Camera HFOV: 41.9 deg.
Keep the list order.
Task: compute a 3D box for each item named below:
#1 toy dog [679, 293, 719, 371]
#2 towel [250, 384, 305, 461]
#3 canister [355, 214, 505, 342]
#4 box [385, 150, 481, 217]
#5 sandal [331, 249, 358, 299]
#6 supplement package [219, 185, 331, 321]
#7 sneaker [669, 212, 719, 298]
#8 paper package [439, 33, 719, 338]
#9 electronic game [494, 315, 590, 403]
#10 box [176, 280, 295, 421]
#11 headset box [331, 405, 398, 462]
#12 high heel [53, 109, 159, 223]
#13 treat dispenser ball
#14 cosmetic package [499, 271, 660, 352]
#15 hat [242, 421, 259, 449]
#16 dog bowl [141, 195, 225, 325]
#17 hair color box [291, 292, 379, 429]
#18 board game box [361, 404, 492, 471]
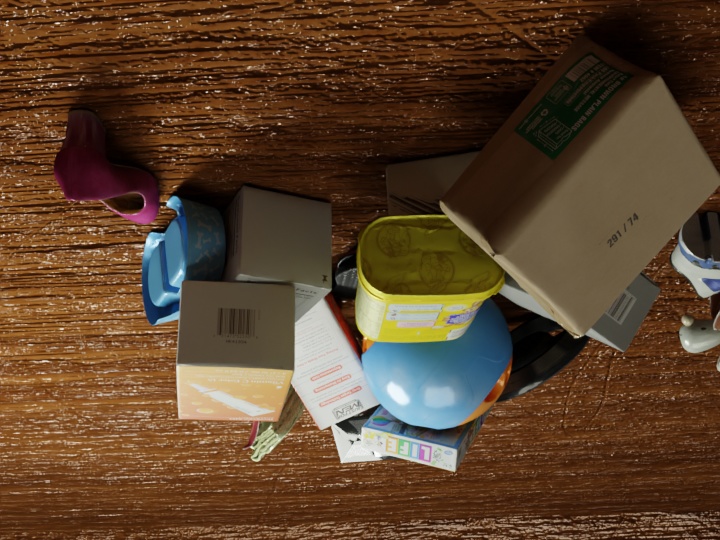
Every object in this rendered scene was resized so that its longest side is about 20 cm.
[{"bbox_3d":[0.503,0.031,1.217,0.199,0.097,0.132,-34,-168,3],"label":"toy dog"},{"bbox_3d":[-0.102,0.192,1.440,0.036,0.201,0.148,33,148,-8],"label":"towel"},{"bbox_3d":[0.066,0.016,1.020,0.147,0.087,0.200,-1,161,-4],"label":"canister"},{"bbox_3d":[0.131,-0.080,0.992,0.198,0.069,0.082,-8,156,14],"label":"box"},{"bbox_3d":[0.000,0.000,1.206,0.075,0.045,0.200,10,168,-11],"label":"sandal"},{"bbox_3d":[-0.120,0.001,1.107,0.113,0.110,0.200,10,153,-24],"label":"supplement package"},{"bbox_3d":[0.469,-0.015,1.157,0.198,0.081,0.115,7,159,-2],"label":"sneaker"},{"bbox_3d":[0.198,-0.070,0.843,0.200,0.103,0.190,-48,137,5],"label":"paper package"},{"bbox_3d":[0.241,0.119,1.331,0.199,0.200,0.042,-27,103,44],"label":"electronic game"},{"bbox_3d":[-0.143,0.097,1.064,0.123,0.098,0.200,3,156,-9],"label":"box"},{"bbox_3d":[0.064,0.224,1.491,0.148,0.078,0.200,-9,-166,27],"label":"headset box"},{"bbox_3d":[-0.253,-0.071,0.959,0.067,0.097,0.200,-2,155,2],"label":"high heel"},{"bbox_3d":[0.101,0.107,1.241,0.199,0.202,0.201,-1,156,-1],"label":"treat dispenser ball"},{"bbox_3d":[0.215,0.007,1.039,0.107,0.091,0.200,31,-179,-33],"label":"cosmetic package"},{"bbox_3d":[-0.114,0.139,1.325,0.164,0.177,0.200,-4,156,11],"label":"hat"},{"bbox_3d":[-0.206,-0.008,1.087,0.049,0.112,0.200,1,157,-26],"label":"dog bowl"},{"bbox_3d":[-0.055,0.112,1.275,0.101,0.061,0.201,-24,119,6],"label":"hair color box"},{"bbox_3d":[0.099,0.205,1.320,0.134,0.034,0.200,10,-159,20],"label":"board game box"}]
